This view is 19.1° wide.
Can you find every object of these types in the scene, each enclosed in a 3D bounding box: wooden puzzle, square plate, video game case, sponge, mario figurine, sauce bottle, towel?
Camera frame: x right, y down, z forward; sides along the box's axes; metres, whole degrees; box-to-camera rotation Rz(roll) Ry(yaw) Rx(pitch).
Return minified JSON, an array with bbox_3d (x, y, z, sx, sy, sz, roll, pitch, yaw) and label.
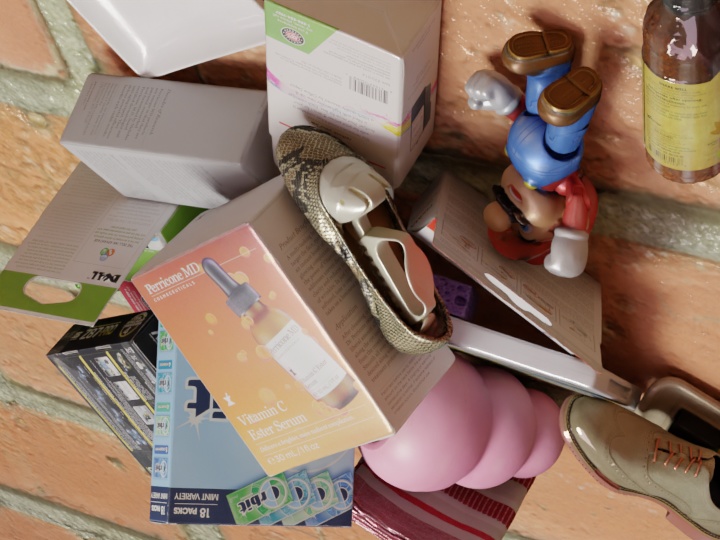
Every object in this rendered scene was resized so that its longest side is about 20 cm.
[{"bbox_3d":[0.312,0.181,1.814,0.199,0.037,0.185,27,150,6],"label":"wooden puzzle"},{"bbox_3d":[-0.174,-0.241,1.663,0.199,0.029,0.198,-9,130,50],"label":"square plate"},{"bbox_3d":[0.121,0.067,1.756,0.199,0.023,0.182,18,177,20],"label":"video game case"},{"bbox_3d":[0.000,0.000,1.782,0.199,0.030,0.112,18,178,7],"label":"sponge"},{"bbox_3d":[0.120,-0.072,1.542,0.105,0.124,0.201,7,141,7],"label":"mario figurine"},{"bbox_3d":[0.215,-0.140,1.398,0.066,0.066,0.200,21,150,20],"label":"sauce bottle"},{"bbox_3d":[0.076,0.178,1.885,0.144,0.200,0.023,30,133,5],"label":"towel"}]

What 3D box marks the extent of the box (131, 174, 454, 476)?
[{"bbox_3d":[-0.053,0.038,1.672,0.152,0.106,0.200,-24,106,43],"label":"box"}]

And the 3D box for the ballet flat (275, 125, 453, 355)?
[{"bbox_3d":[0.012,-0.026,1.592,0.201,0.068,0.075,59,156,-9],"label":"ballet flat"}]

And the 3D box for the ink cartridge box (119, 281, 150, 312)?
[{"bbox_3d":[-0.106,0.034,1.954,0.199,0.084,0.145,9,144,35],"label":"ink cartridge box"}]

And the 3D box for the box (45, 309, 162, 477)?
[{"bbox_3d":[-0.164,0.126,1.853,0.200,0.049,0.161,51,148,-18],"label":"box"}]

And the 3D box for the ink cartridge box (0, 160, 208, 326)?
[{"bbox_3d":[-0.216,-0.014,1.869,0.147,0.200,0.076,9,143,37],"label":"ink cartridge box"}]

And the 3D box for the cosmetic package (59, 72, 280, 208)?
[{"bbox_3d":[-0.138,-0.103,1.769,0.199,0.072,0.101,10,160,35],"label":"cosmetic package"}]

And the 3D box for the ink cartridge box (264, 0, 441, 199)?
[{"bbox_3d":[-0.006,-0.139,1.612,0.117,0.067,0.200,24,149,14],"label":"ink cartridge box"}]

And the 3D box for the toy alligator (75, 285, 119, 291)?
[{"bbox_3d":[-0.257,-0.003,2.076,0.199,0.054,0.059,-3,135,46],"label":"toy alligator"}]

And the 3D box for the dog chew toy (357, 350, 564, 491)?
[{"bbox_3d":[0.093,0.133,1.840,0.199,0.125,0.124,11,164,-34],"label":"dog chew toy"}]

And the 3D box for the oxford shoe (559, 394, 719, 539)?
[{"bbox_3d":[0.250,0.153,1.738,0.199,0.071,0.074,31,147,-23],"label":"oxford shoe"}]

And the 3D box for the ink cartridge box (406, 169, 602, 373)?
[{"bbox_3d":[0.108,0.011,1.622,0.162,0.200,0.057,37,112,-7],"label":"ink cartridge box"}]

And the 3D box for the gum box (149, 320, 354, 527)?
[{"bbox_3d":[-0.086,0.111,1.776,0.169,0.201,0.044,4,174,-28],"label":"gum box"}]
